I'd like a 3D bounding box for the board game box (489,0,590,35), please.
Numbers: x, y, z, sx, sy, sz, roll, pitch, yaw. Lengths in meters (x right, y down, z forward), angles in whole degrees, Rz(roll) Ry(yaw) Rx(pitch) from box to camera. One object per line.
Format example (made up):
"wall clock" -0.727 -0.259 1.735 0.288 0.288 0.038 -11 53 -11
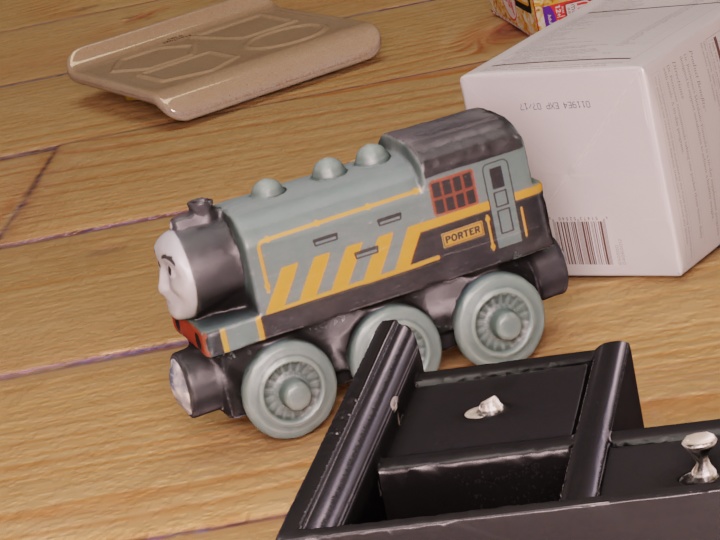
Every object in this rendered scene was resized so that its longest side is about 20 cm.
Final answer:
"board game box" 0.113 -0.276 1.773 0.046 0.201 0.152 -15 18 -7

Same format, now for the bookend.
"bookend" 0.092 0.082 0.845 0.198 0.093 0.199 -7 18 14

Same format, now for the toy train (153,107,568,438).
"toy train" 0.000 0.000 1.131 0.199 0.115 0.085 -17 17 -15

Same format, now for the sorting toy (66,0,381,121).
"sorting toy" -0.104 -0.158 1.850 0.184 0.037 0.200 -21 23 -23

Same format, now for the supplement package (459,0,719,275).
"supplement package" 0.159 -0.084 1.286 0.113 0.110 0.200 1 22 38
